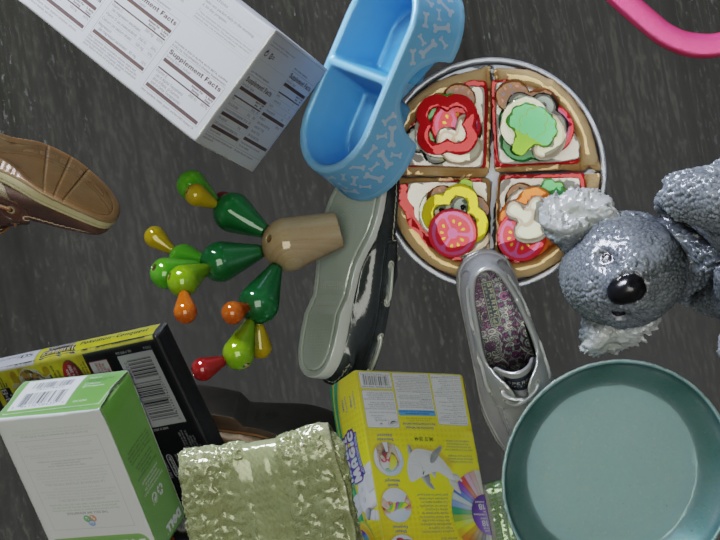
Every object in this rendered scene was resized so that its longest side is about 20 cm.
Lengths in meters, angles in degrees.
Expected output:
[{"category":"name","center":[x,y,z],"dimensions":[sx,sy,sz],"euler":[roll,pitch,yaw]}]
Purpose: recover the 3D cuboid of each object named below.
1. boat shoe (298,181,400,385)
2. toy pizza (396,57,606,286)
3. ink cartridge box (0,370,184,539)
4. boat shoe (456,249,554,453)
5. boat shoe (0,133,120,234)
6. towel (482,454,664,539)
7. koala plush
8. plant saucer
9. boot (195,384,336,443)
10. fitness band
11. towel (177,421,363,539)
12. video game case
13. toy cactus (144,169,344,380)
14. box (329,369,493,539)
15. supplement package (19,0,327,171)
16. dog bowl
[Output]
[{"category":"boat shoe","center":[0.000,0.000,1.705],"dimensions":[0.060,0.075,0.201],"euler":[17,90,-37]},{"category":"toy pizza","center":[0.113,-0.083,1.709],"dimensions":[0.199,0.032,0.202],"euler":[0,92,3]},{"category":"ink cartridge box","center":[-0.213,0.185,1.646],"dimensions":[0.103,0.059,0.201],"euler":[-7,117,24]},{"category":"boat shoe","center":[0.131,0.081,1.688],"dimensions":[0.071,0.069,0.201],"euler":[-11,101,3]},{"category":"boat shoe","center":[-0.308,-0.071,1.723],"dimensions":[0.199,0.072,0.072],"euler":[21,123,-8]},{"category":"towel","center":[0.165,0.247,1.711],"dimensions":[0.199,0.031,0.150],"euler":[-13,98,3]},{"category":"koala plush","center":[0.256,-0.008,1.657],"dimensions":[0.199,0.184,0.178],"euler":[-18,106,23]},{"category":"plant saucer","center":[0.214,0.171,1.672],"dimensions":[0.198,0.036,0.202],"euler":[-1,96,-5]},{"category":"boot","center":[-0.071,0.158,1.718],"dimensions":[0.199,0.074,0.076],"euler":[13,111,7]},{"category":"fitness band","center":[0.271,-0.272,1.692],"dimensions":[0.200,0.037,0.144],"euler":[42,94,2]},{"category":"towel","center":[-0.065,0.227,1.592],"dimensions":[0.147,0.036,0.201],"euler":[-11,99,10]},{"category":"video game case","center":[-0.201,0.147,1.671],"dimensions":[0.180,0.026,0.201],"euler":[-12,115,26]},{"category":"toy cactus","center":[-0.094,-0.004,1.673],"dimensions":[0.164,0.103,0.201],"euler":[-16,48,-2]},{"category":"box","center":[0.047,0.186,1.654],"dimensions":[0.117,0.048,0.201],"euler":[5,64,-33]},{"category":"supplement package","center":[-0.152,-0.194,1.639],"dimensions":[0.200,0.156,0.111],"euler":[39,94,15]},{"category":"dog bowl","center":[0.013,-0.161,1.670],"dimensions":[0.049,0.111,0.201],"euler":[21,94,-40]}]
